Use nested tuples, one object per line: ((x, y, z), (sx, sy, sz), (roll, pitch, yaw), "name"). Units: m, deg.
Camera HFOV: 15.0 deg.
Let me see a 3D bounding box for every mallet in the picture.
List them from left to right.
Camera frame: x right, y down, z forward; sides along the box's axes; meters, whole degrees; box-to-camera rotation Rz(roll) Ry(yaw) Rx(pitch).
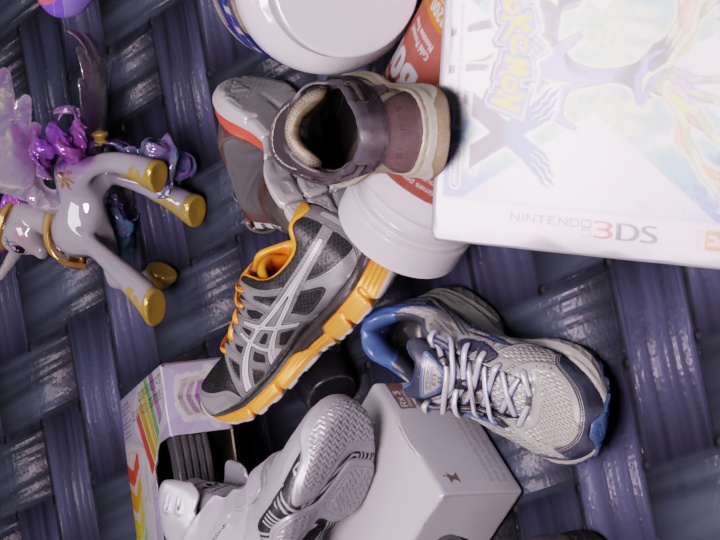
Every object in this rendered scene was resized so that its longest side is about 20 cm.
((0.000, 0.000, 1.820), (0.066, 0.041, 0.200), (52, 125, 42), "mallet")

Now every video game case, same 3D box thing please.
((0.134, -0.107, 1.544), (0.182, 0.022, 0.200), (6, 102, 14), "video game case")

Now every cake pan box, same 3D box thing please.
((-0.122, 0.164, 1.918), (0.200, 0.052, 0.185), (147, 114, -73), "cake pan box")

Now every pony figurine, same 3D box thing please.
((-0.211, -0.067, 2.022), (0.200, 0.166, 0.193), (16, 112, 36), "pony figurine")

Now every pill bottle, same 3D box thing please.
((-0.026, -0.184, 1.715), (0.200, 0.119, 0.120), (-143, 56, -77), "pill bottle")
((0.064, -0.095, 1.661), (0.112, 0.112, 0.200), (57, 132, 35), "pill bottle")

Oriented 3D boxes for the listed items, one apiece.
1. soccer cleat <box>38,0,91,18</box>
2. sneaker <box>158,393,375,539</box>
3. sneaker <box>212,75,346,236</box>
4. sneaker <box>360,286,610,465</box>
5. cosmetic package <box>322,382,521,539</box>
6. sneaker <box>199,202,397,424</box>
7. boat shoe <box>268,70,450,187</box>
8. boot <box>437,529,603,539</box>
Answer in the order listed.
((-0.191, -0.266, 2.041), (0.076, 0.067, 0.200), (47, 125, 36), "soccer cleat")
((-0.066, 0.143, 1.743), (0.115, 0.075, 0.200), (39, 125, 30), "sneaker")
((-0.046, -0.054, 1.853), (0.200, 0.077, 0.082), (-121, 34, -50), "sneaker")
((0.071, 0.069, 1.680), (0.200, 0.085, 0.077), (26, 111, 49), "sneaker")
((0.015, 0.175, 1.771), (0.200, 0.074, 0.102), (-58, 48, 34), "cosmetic package")
((-0.051, 0.026, 1.766), (0.077, 0.078, 0.200), (39, 127, -7), "sneaker")
((-0.014, -0.085, 1.615), (0.200, 0.065, 0.072), (12, 96, 64), "boat shoe")
((0.079, 0.251, 1.637), (0.070, 0.132, 0.200), (9, 99, 52), "boot")
